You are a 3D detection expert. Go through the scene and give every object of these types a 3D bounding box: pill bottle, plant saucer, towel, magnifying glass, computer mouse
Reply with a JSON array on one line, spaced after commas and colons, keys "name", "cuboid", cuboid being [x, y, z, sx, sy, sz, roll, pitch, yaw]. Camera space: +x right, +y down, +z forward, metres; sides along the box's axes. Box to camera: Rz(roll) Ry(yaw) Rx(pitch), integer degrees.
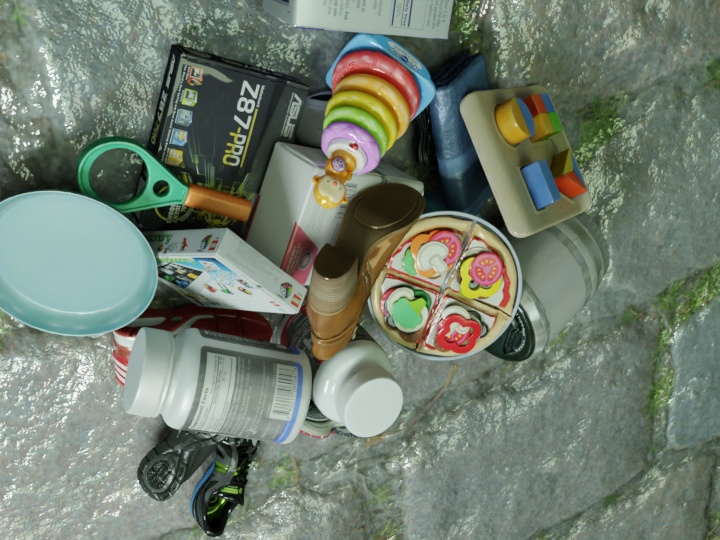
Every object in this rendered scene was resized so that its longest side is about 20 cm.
[{"name": "pill bottle", "cuboid": [-0.025, 0.123, 1.077, 0.108, 0.200, 0.113, -12, 119, -23]}, {"name": "plant saucer", "cuboid": [-0.319, -0.010, 0.915, 0.195, 0.028, 0.203, -3, 130, -4]}, {"name": "pill bottle", "cuboid": [-0.165, 0.131, 0.969, 0.196, 0.114, 0.116, 13, 108, -24]}, {"name": "towel", "cuboid": [0.132, -0.170, 1.091, 0.112, 0.048, 0.203, -45, 135, -37]}, {"name": "magnifying glass", "cuboid": [-0.211, -0.089, 0.920, 0.197, 0.022, 0.081, 14, 109, -33]}, {"name": "computer mouse", "cuboid": [0.013, -0.179, 1.043, 0.196, 0.044, 0.112, -7, 118, -26]}]

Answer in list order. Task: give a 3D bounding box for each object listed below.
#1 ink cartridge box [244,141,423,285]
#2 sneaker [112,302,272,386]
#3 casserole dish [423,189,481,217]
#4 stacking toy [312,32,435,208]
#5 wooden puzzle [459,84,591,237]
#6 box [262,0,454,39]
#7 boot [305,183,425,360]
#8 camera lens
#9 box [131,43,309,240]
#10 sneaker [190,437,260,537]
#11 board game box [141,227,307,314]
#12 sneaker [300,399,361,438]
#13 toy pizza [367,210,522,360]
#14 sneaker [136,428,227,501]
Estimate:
[{"name": "ink cartridge box", "cuboid": [-0.030, -0.062, 1.024, 0.198, 0.082, 0.149, 2, 114, -48]}, {"name": "sneaker", "cuboid": [-0.213, 0.107, 1.056, 0.195, 0.079, 0.118, 4, 122, -18]}, {"name": "casserole dish", "cuboid": [0.108, -0.017, 1.183, 0.119, 0.039, 0.204, 9, 108, -33]}, {"name": "stacking toy", "cuboid": [-0.006, -0.149, 0.917, 0.115, 0.109, 0.203, 33, 57, -14]}, {"name": "wooden puzzle", "cuboid": [0.225, -0.151, 1.075, 0.198, 0.046, 0.189, -20, 87, -47]}, {"name": "box", "cuboid": [0.007, -0.361, 0.910, 0.196, 0.105, 0.188, -3, 115, -27]}, {"name": "boot", "cuboid": [0.000, 0.000, 0.988, 0.200, 0.073, 0.157, -43, 154, -33]}, {"name": "camera lens", "cuboid": [0.233, 0.014, 1.167, 0.199, 0.158, 0.162, -39, 129, -28]}, {"name": "box", "cuboid": [-0.162, -0.138, 0.964, 0.158, 0.049, 0.204, 7, 112, -34]}, {"name": "sneaker", "cuboid": [-0.172, 0.273, 1.144, 0.070, 0.083, 0.203, 15, 106, -33]}, {"name": "board game box", "cuboid": [-0.167, 0.001, 0.943, 0.126, 0.197, 0.035, 40, 65, -37]}, {"name": "sneaker", "cuboid": [-0.052, 0.188, 1.176, 0.198, 0.080, 0.077, 10, 94, -47]}, {"name": "toy pizza", "cuboid": [0.104, 0.026, 1.042, 0.195, 0.032, 0.205, 0, 113, 1]}, {"name": "sneaker", "cuboid": [-0.209, 0.206, 1.088, 0.076, 0.091, 0.200, 46, 105, 5]}]
